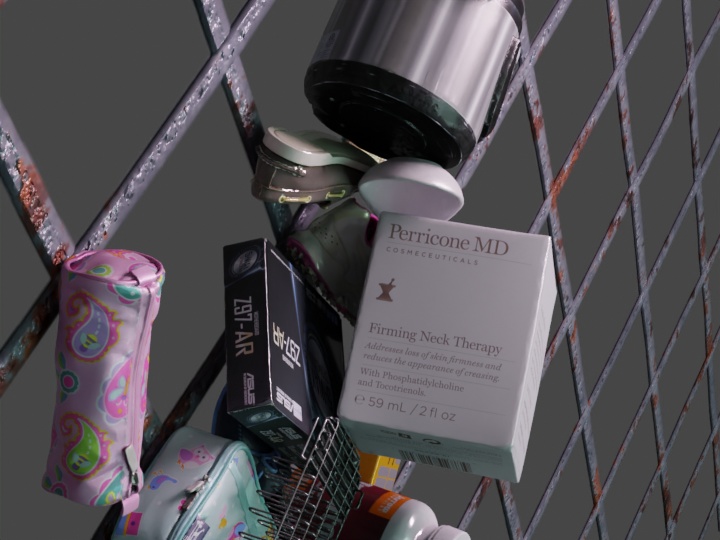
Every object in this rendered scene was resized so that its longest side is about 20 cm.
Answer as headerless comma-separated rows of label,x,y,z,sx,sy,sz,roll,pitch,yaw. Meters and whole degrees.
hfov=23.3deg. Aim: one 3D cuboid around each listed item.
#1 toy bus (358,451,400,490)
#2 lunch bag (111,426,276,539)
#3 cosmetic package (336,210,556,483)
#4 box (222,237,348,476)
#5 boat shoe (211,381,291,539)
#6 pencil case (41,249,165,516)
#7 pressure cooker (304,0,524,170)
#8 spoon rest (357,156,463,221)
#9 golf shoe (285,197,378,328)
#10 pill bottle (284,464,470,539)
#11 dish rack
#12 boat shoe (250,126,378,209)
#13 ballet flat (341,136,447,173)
toy bus,0.010,0.175,1.868,0.078,0.065,0.202,23,83,-67
lunch bag,-0.142,0.244,1.554,0.161,0.077,0.201,-55,150,-35
cosmetic package,0.085,0.074,1.635,0.166,0.166,0.202,65,35,-71
box,-0.066,0.083,1.598,0.200,0.043,0.162,49,33,-59
boat shoe,-0.091,0.184,1.654,0.084,0.068,0.201,-53,147,-39
pencil case,-0.199,0.086,1.357,0.087,0.087,0.202,-22,123,-60
pressure cooker,0.057,-0.216,1.612,0.201,0.175,0.179,-68,151,-17
spoon rest,0.049,-0.062,1.654,0.200,0.098,0.061,67,32,-81
golf shoe,0.000,0.000,1.709,0.092,0.075,0.200,-45,151,-5
pill bottle,0.006,0.272,1.752,0.113,0.198,0.114,-42,140,-49
dish rack,-0.061,0.229,1.547,0.201,0.054,0.154,-65,157,-23
boat shoe,-0.041,-0.090,1.607,0.060,0.072,0.200,-64,160,12
ballet flat,0.044,-0.104,1.776,0.200,0.065,0.071,14,89,-65
